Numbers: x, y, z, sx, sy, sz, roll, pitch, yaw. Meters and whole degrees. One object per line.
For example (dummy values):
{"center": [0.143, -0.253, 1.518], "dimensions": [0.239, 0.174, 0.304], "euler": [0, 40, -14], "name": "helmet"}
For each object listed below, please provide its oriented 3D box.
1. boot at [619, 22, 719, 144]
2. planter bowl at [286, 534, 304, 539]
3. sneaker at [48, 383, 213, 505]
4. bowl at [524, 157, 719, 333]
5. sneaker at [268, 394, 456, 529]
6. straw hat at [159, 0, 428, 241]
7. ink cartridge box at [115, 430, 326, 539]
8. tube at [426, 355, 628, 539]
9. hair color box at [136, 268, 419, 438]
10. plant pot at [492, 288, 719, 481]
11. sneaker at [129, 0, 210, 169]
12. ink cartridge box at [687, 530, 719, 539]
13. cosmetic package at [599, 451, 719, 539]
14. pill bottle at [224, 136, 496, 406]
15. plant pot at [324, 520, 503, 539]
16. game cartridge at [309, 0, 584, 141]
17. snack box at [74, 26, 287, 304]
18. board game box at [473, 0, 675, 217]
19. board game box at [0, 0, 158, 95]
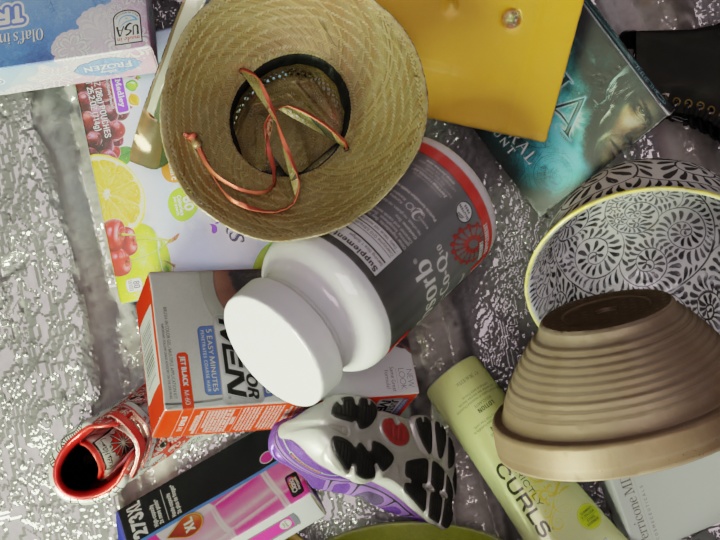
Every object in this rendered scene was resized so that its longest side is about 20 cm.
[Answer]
{"center": [0.279, -0.108, 1.168], "dimensions": [0.136, 0.078, 0.202], "euler": [-3, 56, 3], "name": "boot"}
{"center": [-0.106, 0.300, 1.179], "dimensions": [0.197, 0.083, 0.204], "euler": [0, 91, -1], "name": "planter bowl"}
{"center": [-0.153, 0.116, 1.162], "dimensions": [0.200, 0.108, 0.068], "euler": [-32, 92, -1], "name": "sneaker"}
{"center": [0.225, -0.022, 1.161], "dimensions": [0.198, 0.202, 0.095], "euler": [6, 46, -1], "name": "bowl"}
{"center": [0.006, 0.145, 1.155], "dimensions": [0.083, 0.199, 0.082], "euler": [-12, 58, 37], "name": "sneaker"}
{"center": [-0.052, -0.105, 1.079], "dimensions": [0.198, 0.085, 0.204], "euler": [2, 74, -5], "name": "straw hat"}
{"center": [-0.129, 0.202, 1.173], "dimensions": [0.199, 0.095, 0.037], "euler": [-32, 130, 1], "name": "ink cartridge box"}
{"center": [0.129, 0.159, 1.169], "dimensions": [0.058, 0.052, 0.201], "euler": [-42, 72, 22], "name": "tube"}
{"center": [-0.064, 0.059, 1.141], "dimensions": [0.197, 0.064, 0.112], "euler": [-2, 66, -21], "name": "hair color box"}
{"center": [0.187, 0.073, 1.091], "dimensions": [0.198, 0.201, 0.094], "euler": [-14, 102, -1], "name": "plant pot"}
{"center": [-0.098, -0.160, 1.114], "dimensions": [0.089, 0.067, 0.203], "euler": [21, 91, -4], "name": "sneaker"}
{"center": [0.245, 0.284, 1.129], "dimensions": [0.143, 0.200, 0.084], "euler": [-30, 91, 0], "name": "ink cartridge box"}
{"center": [0.283, 0.132, 1.178], "dimensions": [0.198, 0.071, 0.102], "euler": [-23, 113, 0], "name": "cosmetic package"}
{"center": [0.000, 0.000, 1.088], "dimensions": [0.116, 0.116, 0.200], "euler": [49, 59, -2], "name": "pill bottle"}
{"center": [0.043, 0.325, 1.151], "dimensions": [0.184, 0.187, 0.203], "euler": [-1, 106, -1], "name": "plant pot"}
{"center": [0.066, -0.201, 1.116], "dimensions": [0.197, 0.033, 0.179], "euler": [12, 110, -5], "name": "game cartridge"}
{"center": [-0.126, -0.090, 1.180], "dimensions": [0.166, 0.068, 0.203], "euler": [-11, 92, -1], "name": "snack box"}
{"center": [0.133, -0.162, 1.174], "dimensions": [0.135, 0.028, 0.201], "euler": [-39, 88, 26], "name": "board game box"}
{"center": [-0.262, -0.236, 1.152], "dimensions": [0.197, 0.043, 0.202], "euler": [-8, 70, 0], "name": "board game box"}
